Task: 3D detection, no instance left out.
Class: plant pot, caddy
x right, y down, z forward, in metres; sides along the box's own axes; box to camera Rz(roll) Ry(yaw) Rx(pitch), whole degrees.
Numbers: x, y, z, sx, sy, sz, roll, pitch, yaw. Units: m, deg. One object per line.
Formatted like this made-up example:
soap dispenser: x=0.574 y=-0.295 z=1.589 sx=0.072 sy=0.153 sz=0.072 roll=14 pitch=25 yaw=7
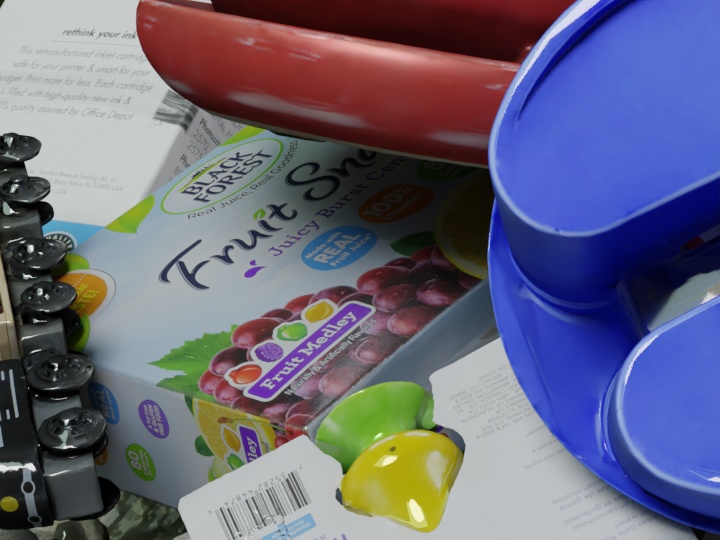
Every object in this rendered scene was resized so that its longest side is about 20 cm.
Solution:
plant pot: x=0.037 y=-0.123 z=0.800 sx=0.200 sy=0.200 sz=0.183 roll=12 pitch=96 yaw=39
caddy: x=0.123 y=-0.020 z=0.685 sx=0.199 sy=0.105 sz=0.142 roll=-27 pitch=80 yaw=7

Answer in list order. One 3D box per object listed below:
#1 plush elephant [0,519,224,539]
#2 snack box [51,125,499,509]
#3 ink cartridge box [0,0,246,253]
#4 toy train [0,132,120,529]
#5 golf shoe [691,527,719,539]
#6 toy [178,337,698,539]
plush elephant: x=-0.101 y=0.117 z=0.809 sx=0.164 sy=0.155 sz=0.200 roll=-13 pitch=47 yaw=-28
snack box: x=0.000 y=0.000 z=0.887 sx=0.142 sy=0.053 sz=0.200 roll=12 pitch=38 yaw=40
ink cartridge box: x=-0.084 y=-0.049 z=1.023 sx=0.116 sy=0.067 sz=0.200 roll=7 pitch=58 yaw=37
toy train: x=-0.103 y=0.013 z=0.821 sx=0.046 sy=0.034 sz=0.200 roll=-12 pitch=31 yaw=-6
golf shoe: x=0.108 y=0.117 z=0.767 sx=0.088 sy=0.077 sz=0.200 roll=18 pitch=63 yaw=17
toy: x=0.041 y=0.111 z=0.707 sx=0.115 sy=0.047 sz=0.200 roll=-26 pitch=51 yaw=-2
